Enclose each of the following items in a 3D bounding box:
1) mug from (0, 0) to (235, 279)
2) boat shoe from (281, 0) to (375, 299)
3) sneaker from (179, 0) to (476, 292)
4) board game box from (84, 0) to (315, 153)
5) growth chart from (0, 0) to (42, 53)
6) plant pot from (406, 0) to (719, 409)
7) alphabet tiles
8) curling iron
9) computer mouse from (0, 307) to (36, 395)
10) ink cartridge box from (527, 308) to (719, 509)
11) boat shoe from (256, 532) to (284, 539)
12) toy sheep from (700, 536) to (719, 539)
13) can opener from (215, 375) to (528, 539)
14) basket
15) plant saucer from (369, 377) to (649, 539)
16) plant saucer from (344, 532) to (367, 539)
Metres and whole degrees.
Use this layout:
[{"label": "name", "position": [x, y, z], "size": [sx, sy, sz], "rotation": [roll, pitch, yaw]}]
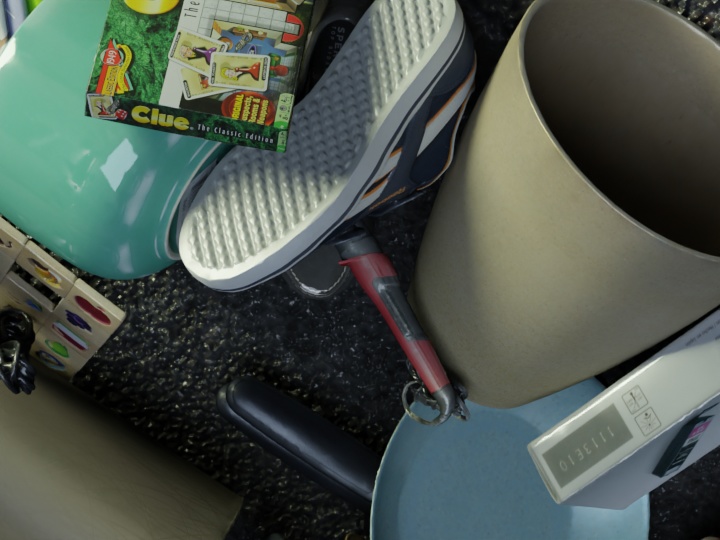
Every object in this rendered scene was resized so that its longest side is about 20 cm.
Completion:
[{"label": "mug", "position": [-0.116, -0.071, 1.375], "size": [0.114, 0.185, 0.153], "rotation": [33, 99, 17]}, {"label": "boat shoe", "position": [-0.021, -0.067, 1.424], "size": [0.066, 0.057, 0.201], "rotation": [8, 116, 1]}, {"label": "sneaker", "position": [-0.007, -0.055, 1.335], "size": [0.200, 0.078, 0.080], "rotation": [-47, 145, -9]}, {"label": "board game box", "position": [-0.072, -0.152, 1.316], "size": [0.104, 0.201, 0.024], "rotation": [8, 144, 2]}, {"label": "growth chart", "position": [-0.250, -0.129, 1.439], "size": [0.199, 0.018, 0.146], "rotation": [-11, 115, 12]}, {"label": "plant pot", "position": [0.111, -0.019, 1.382], "size": [0.187, 0.188, 0.200], "rotation": [32, 129, -10]}, {"label": "alphabet tiles", "position": [-0.227, -0.016, 1.430], "size": [0.200, 0.167, 0.008], "rotation": [39, 69, -5]}, {"label": "curling iron", "position": [0.000, 0.000, 1.390], "size": [0.201, 0.025, 0.050], "rotation": [59, 153, 1]}, {"label": "computer mouse", "position": [-0.242, -0.018, 1.389], "size": [0.200, 0.140, 0.046], "rotation": [44, 88, -8]}, {"label": "ink cartridge box", "position": [0.211, 0.064, 1.409], "size": [0.200, 0.173, 0.044], "rotation": [-37, 66, 21]}, {"label": "boat shoe", "position": [-0.038, 0.222, 1.532], "size": [0.062, 0.075, 0.200], "rotation": [-33, 140, -5]}, {"label": "toy sheep", "position": [0.238, 0.211, 1.494], "size": [0.199, 0.138, 0.138], "rotation": [-28, 111, 11]}, {"label": "can opener", "position": [0.002, 0.121, 1.522], "size": [0.199, 0.079, 0.063], "rotation": [27, 154, -4]}, {"label": "basket", "position": [-0.187, 0.129, 1.491], "size": [0.200, 0.180, 0.136], "rotation": [37, 79, -2]}, {"label": "plant saucer", "position": [0.080, 0.145, 1.483], "size": [0.200, 0.039, 0.203], "rotation": [0, 90, -32]}, {"label": "plant saucer", "position": [0.036, 0.247, 1.490], "size": [0.035, 0.200, 0.201], "rotation": [-34, 109, 6]}]
